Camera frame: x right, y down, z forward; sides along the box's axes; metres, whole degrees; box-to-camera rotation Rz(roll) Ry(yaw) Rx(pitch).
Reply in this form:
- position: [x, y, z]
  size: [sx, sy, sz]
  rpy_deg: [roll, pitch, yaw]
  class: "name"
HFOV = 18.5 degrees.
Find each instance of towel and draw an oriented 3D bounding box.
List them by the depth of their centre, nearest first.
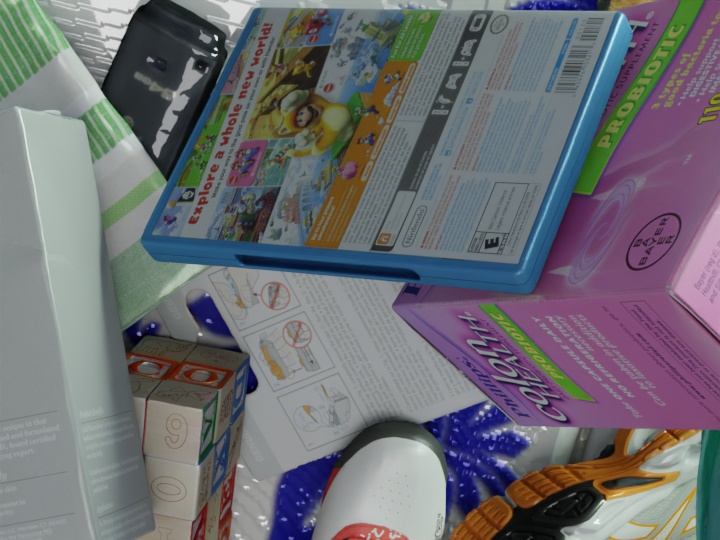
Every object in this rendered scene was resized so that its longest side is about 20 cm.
- position: [-0.184, -0.044, 1.061]
  size: [0.152, 0.023, 0.201]
  rpy_deg: [-35, 89, 10]
  class: "towel"

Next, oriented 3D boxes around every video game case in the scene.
- position: [0.010, -0.059, 0.990]
  size: [0.198, 0.144, 0.018]
  rpy_deg: [5, 147, 32]
  class: "video game case"

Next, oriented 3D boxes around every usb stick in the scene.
- position: [-0.124, -0.035, 1.082]
  size: [0.055, 0.033, 0.201]
  rpy_deg: [31, 105, 19]
  class: "usb stick"

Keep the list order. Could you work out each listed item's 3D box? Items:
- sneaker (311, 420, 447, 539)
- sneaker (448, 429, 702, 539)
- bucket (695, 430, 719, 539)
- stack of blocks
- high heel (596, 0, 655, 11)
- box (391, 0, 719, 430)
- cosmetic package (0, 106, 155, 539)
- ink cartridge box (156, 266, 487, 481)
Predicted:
- position: [-0.003, 0.183, 1.106]
  size: [0.067, 0.108, 0.203]
  rpy_deg: [18, 113, -11]
  class: "sneaker"
- position: [0.131, 0.137, 1.116]
  size: [0.199, 0.076, 0.092]
  rpy_deg: [-33, 115, -4]
  class: "sneaker"
- position: [0.243, 0.106, 0.966]
  size: [0.205, 0.135, 0.209]
  rpy_deg: [0, 115, 0]
  class: "bucket"
- position: [-0.106, 0.147, 1.094]
  size: [0.058, 0.115, 0.202]
  rpy_deg: [10, 108, 9]
  class: "stack of blocks"
- position: [0.213, -0.106, 1.016]
  size: [0.198, 0.143, 0.072]
  rpy_deg: [6, 107, -3]
  class: "high heel"
- position: [0.138, -0.029, 0.971]
  size: [0.097, 0.199, 0.177]
  rpy_deg: [41, 67, -23]
  class: "box"
- position: [-0.157, 0.032, 0.993]
  size: [0.089, 0.107, 0.202]
  rpy_deg: [-13, 86, 9]
  class: "cosmetic package"
- position: [0.000, 0.000, 1.105]
  size: [0.199, 0.057, 0.163]
  rpy_deg: [-21, 108, 27]
  class: "ink cartridge box"
